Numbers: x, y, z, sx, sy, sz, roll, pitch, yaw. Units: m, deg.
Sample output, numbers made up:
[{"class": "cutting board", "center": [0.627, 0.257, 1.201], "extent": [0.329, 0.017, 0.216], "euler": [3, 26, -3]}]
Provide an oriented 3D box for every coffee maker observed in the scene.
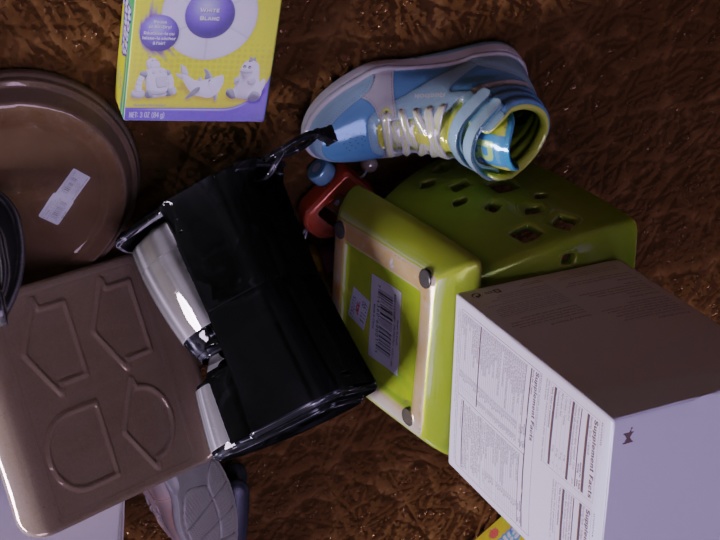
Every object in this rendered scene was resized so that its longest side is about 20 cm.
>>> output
[{"class": "coffee maker", "center": [-0.073, 0.025, 1.140], "extent": [0.134, 0.201, 0.192], "euler": [-16, 166, -48]}]

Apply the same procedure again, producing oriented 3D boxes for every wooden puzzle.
[{"class": "wooden puzzle", "center": [-0.219, 0.094, 1.172], "extent": [0.199, 0.046, 0.187], "euler": [-20, 93, -46]}]

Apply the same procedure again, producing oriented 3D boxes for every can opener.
[{"class": "can opener", "center": [-0.131, 0.277, 1.410], "extent": [0.078, 0.064, 0.201], "euler": [2, 123, -21]}]

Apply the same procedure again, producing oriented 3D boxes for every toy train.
[{"class": "toy train", "center": [0.000, 0.000, 1.274], "extent": [0.150, 0.056, 0.200], "euler": [-40, 127, 9]}]

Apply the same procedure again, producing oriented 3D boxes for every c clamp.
[{"class": "c clamp", "center": [-0.337, 0.019, 1.073], "extent": [0.199, 0.172, 0.027], "euler": [-17, 160, -15]}]

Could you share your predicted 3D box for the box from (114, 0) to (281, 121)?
[{"class": "box", "center": [-0.116, -0.209, 1.092], "extent": [0.116, 0.048, 0.201], "euler": [-2, 122, -20]}]

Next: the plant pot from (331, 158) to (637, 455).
[{"class": "plant pot", "center": [0.087, 0.027, 1.199], "extent": [0.180, 0.199, 0.202], "euler": [-12, 119, -32]}]

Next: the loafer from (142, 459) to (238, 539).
[{"class": "loafer", "center": [-0.171, 0.182, 1.323], "extent": [0.072, 0.063, 0.201], "euler": [-45, 128, -36]}]

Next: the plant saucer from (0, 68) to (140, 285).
[{"class": "plant saucer", "center": [-0.269, -0.062, 1.148], "extent": [0.198, 0.030, 0.201], "euler": [-10, 125, -15]}]

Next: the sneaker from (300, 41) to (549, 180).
[{"class": "sneaker", "center": [0.058, -0.114, 1.169], "extent": [0.199, 0.131, 0.080], "euler": [-19, 129, -6]}]

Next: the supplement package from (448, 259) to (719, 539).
[{"class": "supplement package", "center": [0.177, 0.109, 1.050], "extent": [0.151, 0.200, 0.152], "euler": [-11, 117, -24]}]

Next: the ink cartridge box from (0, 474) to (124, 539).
[{"class": "ink cartridge box", "center": [-0.296, 0.254, 1.222], "extent": [0.146, 0.146, 0.200], "euler": [9, 164, -25]}]

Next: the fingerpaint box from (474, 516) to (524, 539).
[{"class": "fingerpaint box", "center": [0.201, 0.322, 1.560], "extent": [0.200, 0.073, 0.167], "euler": [-44, 127, 11]}]
